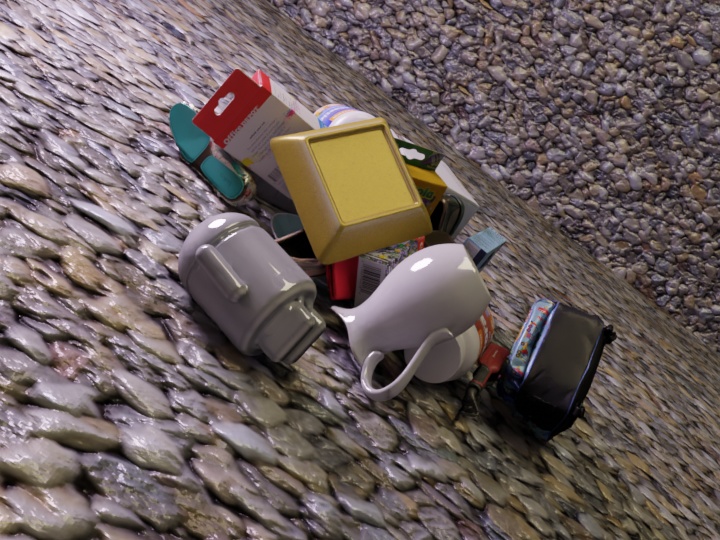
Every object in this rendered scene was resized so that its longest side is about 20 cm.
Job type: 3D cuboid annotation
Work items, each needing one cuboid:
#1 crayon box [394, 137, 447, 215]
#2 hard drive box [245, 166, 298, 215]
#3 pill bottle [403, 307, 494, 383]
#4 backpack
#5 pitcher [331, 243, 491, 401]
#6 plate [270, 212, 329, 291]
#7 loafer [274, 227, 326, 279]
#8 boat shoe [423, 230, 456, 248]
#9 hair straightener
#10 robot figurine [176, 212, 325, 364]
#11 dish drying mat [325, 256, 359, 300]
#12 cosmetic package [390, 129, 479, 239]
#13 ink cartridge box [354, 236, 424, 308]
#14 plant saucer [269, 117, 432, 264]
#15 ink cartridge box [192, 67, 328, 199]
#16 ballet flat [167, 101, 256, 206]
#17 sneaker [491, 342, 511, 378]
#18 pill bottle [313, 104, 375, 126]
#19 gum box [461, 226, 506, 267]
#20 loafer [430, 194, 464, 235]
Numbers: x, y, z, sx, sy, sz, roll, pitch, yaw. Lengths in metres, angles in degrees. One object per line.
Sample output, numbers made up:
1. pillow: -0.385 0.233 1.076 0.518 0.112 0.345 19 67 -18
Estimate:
1. crayon box: 0.052 -0.105 1.231 0.124 0.201 0.052 10 31 -35
2. hard drive box: -0.151 -0.184 1.332 0.199 0.077 0.156 26 23 -35
3. pill bottle: 0.133 0.101 1.153 0.112 0.113 0.200 41 19 9
4. backpack: 0.295 0.167 1.200 0.133 0.184 0.201 25 -27 15
5. pitcher: 0.074 0.067 0.994 0.121 0.198 0.173 51 14 -45
6. plate: -0.063 -0.017 1.196 0.199 0.026 0.201 33 20 -14
7. loafer: -0.074 -0.027 1.075 0.072 0.063 0.199 45 35 13
8. boat shoe: 0.130 0.010 1.161 0.071 0.069 0.201 3 27 -4
9. hair straightener: 0.176 0.175 1.117 0.040 0.078 0.200 23 22 10
10. robot figurine: -0.129 0.015 0.867 0.200 0.113 0.170 45 0 17
11. dish drying mat: 0.000 0.000 1.151 0.199 0.018 0.078 -5 91 -64
12. cosmetic package: 0.073 -0.111 1.386 0.164 0.201 0.166 25 23 -33
13. ink cartridge box: 0.058 0.000 1.164 0.050 0.110 0.200 18 28 24
14. plant saucer: -0.003 -0.129 1.088 0.198 0.048 0.202 -17 75 -29
15. ink cartridge box: -0.143 -0.215 1.159 0.199 0.116 0.068 36 22 -29
16. ballet flat: -0.230 -0.176 1.193 0.201 0.075 0.064 54 13 14
17. sneaker: 0.302 0.165 1.347 0.199 0.096 0.079 29 22 -22
18. pill bottle: -0.019 -0.215 1.288 0.111 0.113 0.200 29 5 -24
19. gum box: 0.174 0.009 1.349 0.044 0.171 0.200 41 19 11
20. loafer: 0.104 -0.038 1.289 0.071 0.202 0.063 33 17 27
